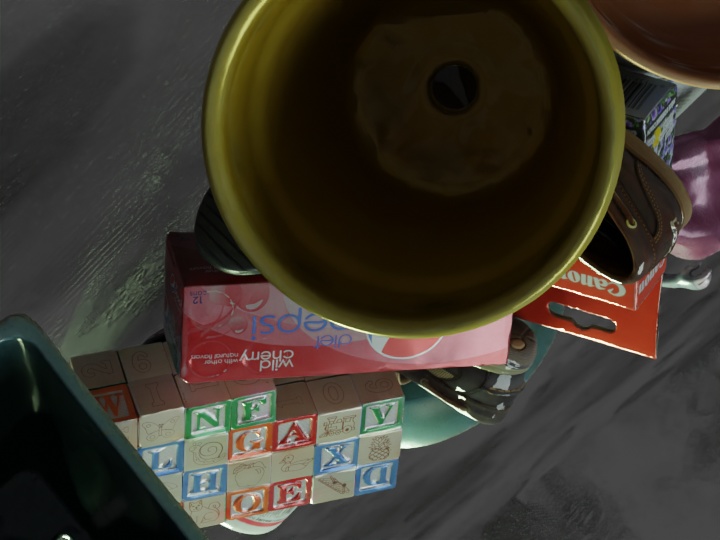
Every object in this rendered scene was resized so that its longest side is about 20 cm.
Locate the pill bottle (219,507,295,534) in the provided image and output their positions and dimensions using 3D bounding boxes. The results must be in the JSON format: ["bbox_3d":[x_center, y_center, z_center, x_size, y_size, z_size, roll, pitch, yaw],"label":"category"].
[{"bbox_3d":[-0.043,0.088,1.686,0.200,0.109,0.109,-47,166,27],"label":"pill bottle"}]

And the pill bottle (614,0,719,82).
[{"bbox_3d":[0.173,-0.170,1.349,0.114,0.114,0.200,-39,180,-5],"label":"pill bottle"}]

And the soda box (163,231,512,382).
[{"bbox_3d":[-0.013,0.017,1.377,0.199,0.063,0.070,-4,121,-13],"label":"soda box"}]

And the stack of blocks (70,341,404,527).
[{"bbox_3d":[-0.076,0.096,1.470,0.199,0.059,0.115,-10,136,-15],"label":"stack of blocks"}]

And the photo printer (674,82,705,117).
[{"bbox_3d":[0.167,-0.110,1.721,0.200,0.070,0.166,-45,166,22],"label":"photo printer"}]

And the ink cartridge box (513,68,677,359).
[{"bbox_3d":[0.126,-0.029,1.412,0.050,0.109,0.201,-47,145,-45],"label":"ink cartridge box"}]

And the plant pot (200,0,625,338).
[{"bbox_3d":[0.036,-0.082,1.195,0.201,0.201,0.189,-44,-178,14],"label":"plant pot"}]

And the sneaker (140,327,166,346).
[{"bbox_3d":[-0.091,0.052,1.510,0.200,0.080,0.086,-50,155,13],"label":"sneaker"}]

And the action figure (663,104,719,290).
[{"bbox_3d":[0.191,-0.059,1.665,0.199,0.135,0.149,-9,-168,-42],"label":"action figure"}]

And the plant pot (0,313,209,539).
[{"bbox_3d":[-0.202,0.171,1.346,0.196,0.197,0.200,-39,174,-9],"label":"plant pot"}]

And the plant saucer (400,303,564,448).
[{"bbox_3d":[0.059,0.039,1.739,0.200,0.200,0.027,-41,127,2],"label":"plant saucer"}]

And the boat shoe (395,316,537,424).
[{"bbox_3d":[0.024,0.041,1.537,0.074,0.200,0.074,-6,117,-45],"label":"boat shoe"}]

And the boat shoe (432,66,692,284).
[{"bbox_3d":[0.095,-0.074,1.316,0.070,0.200,0.070,-46,172,-41],"label":"boat shoe"}]

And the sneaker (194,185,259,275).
[{"bbox_3d":[-0.022,-0.049,1.360,0.200,0.074,0.089,-38,172,-31],"label":"sneaker"}]

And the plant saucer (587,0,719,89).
[{"bbox_3d":[0.185,-0.193,1.227,0.200,0.200,0.037,-39,-175,-7],"label":"plant saucer"}]
